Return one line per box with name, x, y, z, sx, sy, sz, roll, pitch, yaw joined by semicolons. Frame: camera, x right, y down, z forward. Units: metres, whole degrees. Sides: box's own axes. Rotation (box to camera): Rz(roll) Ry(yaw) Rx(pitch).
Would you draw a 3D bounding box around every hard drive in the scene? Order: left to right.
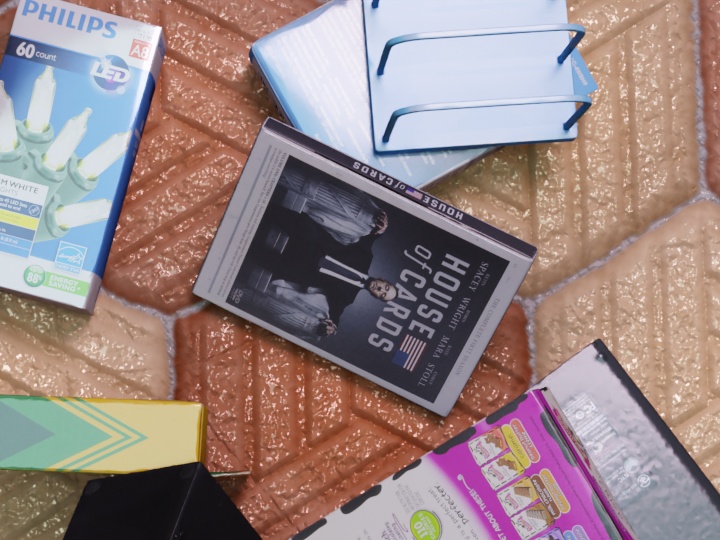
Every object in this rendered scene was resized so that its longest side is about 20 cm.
hard drive;0.169;0.167;1.390;0.139;0.033;0.200;-35;78;-6

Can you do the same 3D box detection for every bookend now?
bookend;-0.113;0.261;1.259;0.092;0.200;0.199;-12;40;29

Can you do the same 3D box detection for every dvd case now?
dvd case;0.000;0.000;1.373;0.200;0.025;0.151;26;125;0

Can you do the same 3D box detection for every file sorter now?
file sorter;0.073;-0.188;1.327;0.138;0.123;0.201;-4;85;-4

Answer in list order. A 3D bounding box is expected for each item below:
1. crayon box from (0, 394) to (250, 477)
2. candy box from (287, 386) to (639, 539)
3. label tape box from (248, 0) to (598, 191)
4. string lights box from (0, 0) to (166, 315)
crayon box;-0.171;0.110;1.349;0.199;0.127;0.051;3;85;-4
candy box;0.071;0.185;1.351;0.200;0.061;0.137;-32;80;13
label tape box;0.042;-0.136;1.413;0.200;0.066;0.144;-29;87;-8
string lights box;-0.208;-0.080;1.397;0.102;0.059;0.201;14;84;0
